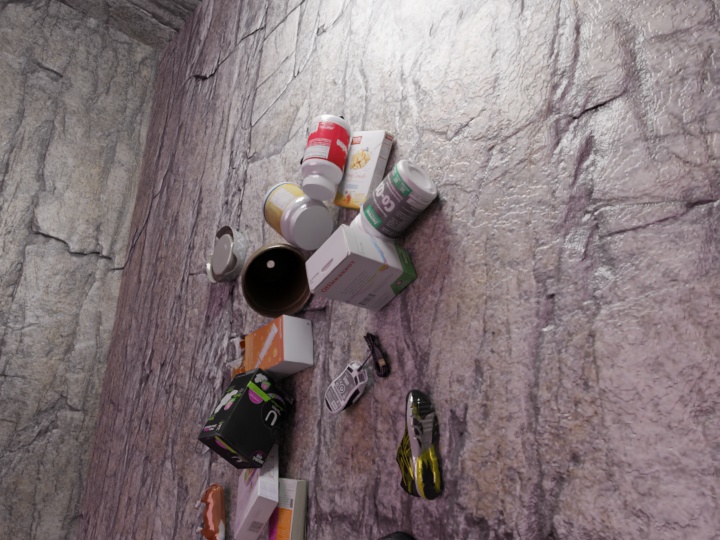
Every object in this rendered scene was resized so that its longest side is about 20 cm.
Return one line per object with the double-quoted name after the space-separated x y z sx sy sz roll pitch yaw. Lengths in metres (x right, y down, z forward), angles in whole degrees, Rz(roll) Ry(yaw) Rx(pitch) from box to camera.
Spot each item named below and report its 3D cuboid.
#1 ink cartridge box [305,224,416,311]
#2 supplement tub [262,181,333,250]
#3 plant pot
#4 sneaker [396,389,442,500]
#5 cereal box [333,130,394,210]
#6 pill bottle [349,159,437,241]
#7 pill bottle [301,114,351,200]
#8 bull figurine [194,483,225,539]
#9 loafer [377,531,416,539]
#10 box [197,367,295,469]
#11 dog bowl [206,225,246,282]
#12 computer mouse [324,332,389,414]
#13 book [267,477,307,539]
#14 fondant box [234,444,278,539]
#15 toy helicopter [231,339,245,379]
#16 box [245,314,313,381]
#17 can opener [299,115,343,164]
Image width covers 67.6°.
0.000 0.000 1.178 0.145 0.198 0.089 -43 48 32 "ink cartridge box"
-0.174 -0.150 1.488 0.200 0.143 0.147 37 106 49 "supplement tub"
-0.241 0.005 1.503 0.203 0.197 0.174 -65 24 11 "plant pot"
0.100 0.336 1.042 0.084 0.074 0.204 -25 59 44 "sneaker"
0.006 -0.257 1.386 0.143 0.039 0.204 16 90 54 "cereal box"
0.070 -0.139 1.211 0.200 0.112 0.114 -47 46 30 "pill bottle"
-0.093 -0.293 1.411 0.111 0.111 0.204 -12 60 48 "pill bottle"
-0.430 0.729 1.562 0.120 0.064 0.204 -24 59 41 "bull figurine"
0.103 0.536 0.971 0.198 0.072 0.074 -4 73 49 "loafer"
-0.289 0.382 1.384 0.123 0.149 0.202 -23 30 45 "box"
-0.467 -0.051 1.881 0.198 0.058 0.204 -20 63 45 "dog bowl"
-0.011 0.249 1.236 0.201 0.044 0.110 -51 48 19 "computer mouse"
-0.186 0.620 1.320 0.133 0.047 0.204 -20 62 50 "book"
-0.263 0.557 1.370 0.146 0.057 0.201 -60 19 17 "fondant box"
-0.353 0.290 1.617 0.199 0.078 0.135 -34 58 55 "toy helicopter"
-0.224 0.217 1.461 0.199 0.096 0.127 -30 56 41 "box"
-0.108 -0.359 1.559 0.064 0.078 0.200 47 125 4 "can opener"
